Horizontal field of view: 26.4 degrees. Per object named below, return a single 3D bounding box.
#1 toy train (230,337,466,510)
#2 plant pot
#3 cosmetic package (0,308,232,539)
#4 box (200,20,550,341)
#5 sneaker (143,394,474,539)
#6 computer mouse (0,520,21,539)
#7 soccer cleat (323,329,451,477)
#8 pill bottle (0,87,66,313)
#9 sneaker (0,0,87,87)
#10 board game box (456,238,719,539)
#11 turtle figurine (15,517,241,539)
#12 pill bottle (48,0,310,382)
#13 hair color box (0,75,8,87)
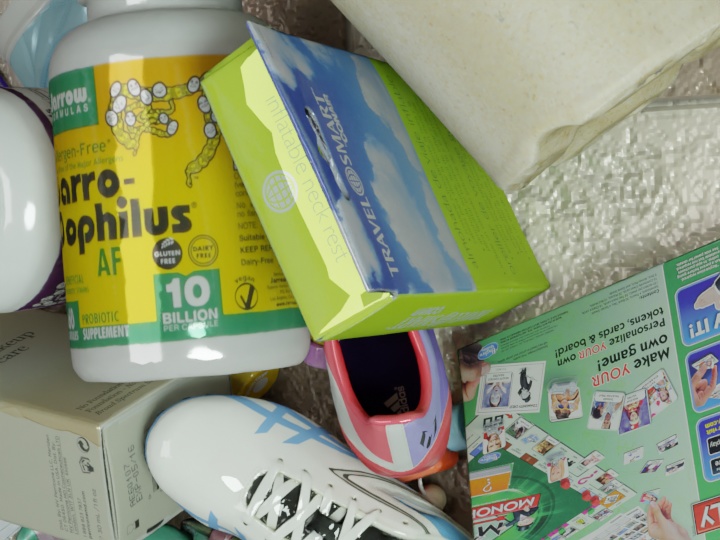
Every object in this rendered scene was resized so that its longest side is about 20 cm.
[{"bbox_3d":[-0.040,0.065,0.801,0.198,0.055,0.152,-15,85,35],"label":"toy train"},{"bbox_3d":[0.063,-0.145,0.642,0.200,0.200,0.184,-38,84,31],"label":"plant pot"},{"bbox_3d":[-0.172,0.074,0.805,0.198,0.103,0.074,10,114,31],"label":"cosmetic package"},{"bbox_3d":[0.008,-0.035,0.667,0.047,0.199,0.123,-30,77,23],"label":"box"},{"bbox_3d":[-0.011,0.120,0.725,0.199,0.072,0.072,32,84,-10],"label":"sneaker"},{"bbox_3d":[-0.241,0.138,0.956,0.199,0.044,0.111,-30,76,33],"label":"computer mouse"},{"bbox_3d":[0.000,0.000,0.731,0.066,0.077,0.202,-13,67,-2],"label":"soccer cleat"},{"bbox_3d":[-0.162,-0.037,0.786,0.111,0.199,0.114,5,98,38],"label":"pill bottle"},{"bbox_3d":[-0.122,-0.156,0.834,0.082,0.074,0.200,54,129,10],"label":"sneaker"},{"bbox_3d":[0.131,0.066,0.663,0.199,0.029,0.136,-25,54,34],"label":"board game box"},{"bbox_3d":[-0.078,0.174,0.815,0.198,0.101,0.150,21,151,17],"label":"turtle figurine"},{"bbox_3d":[-0.085,-0.054,0.706,0.112,0.112,0.203,-4,90,35],"label":"pill bottle"},{"bbox_3d":[-0.254,-0.065,0.935,0.201,0.065,0.109,51,119,18],"label":"hair color box"}]
